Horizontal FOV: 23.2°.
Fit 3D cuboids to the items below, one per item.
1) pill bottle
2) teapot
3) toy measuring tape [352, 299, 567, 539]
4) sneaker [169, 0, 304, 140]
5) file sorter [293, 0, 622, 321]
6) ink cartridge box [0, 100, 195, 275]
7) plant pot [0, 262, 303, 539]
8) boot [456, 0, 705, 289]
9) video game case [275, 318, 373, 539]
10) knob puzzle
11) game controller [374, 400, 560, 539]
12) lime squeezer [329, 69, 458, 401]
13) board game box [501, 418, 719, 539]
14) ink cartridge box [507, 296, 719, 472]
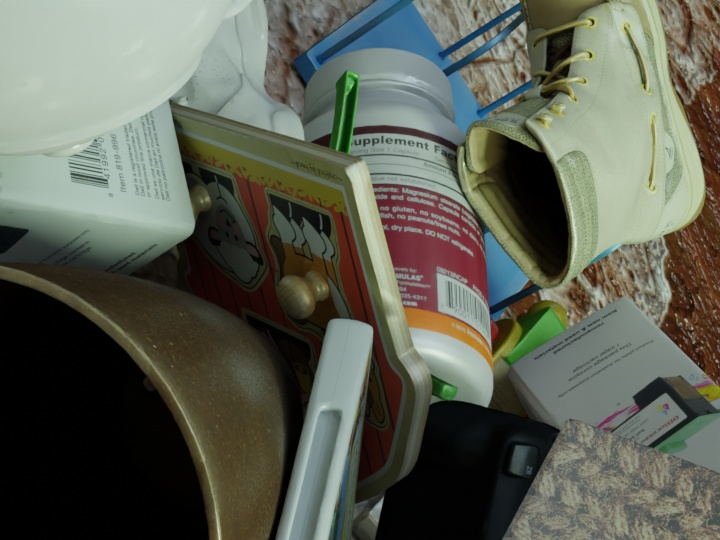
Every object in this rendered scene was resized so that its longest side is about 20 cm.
[{"bbox_3d":[0.011,-0.015,0.939,0.113,0.113,0.201,29,47,-37],"label":"pill bottle"},{"bbox_3d":[-0.123,-0.113,0.669,0.198,0.199,0.147,-104,-177,-54],"label":"teapot"},{"bbox_3d":[0.051,0.085,0.983,0.200,0.073,0.074,-45,104,-30],"label":"toy measuring tape"},{"bbox_3d":[-0.087,-0.082,0.900,0.088,0.075,0.201,12,40,-28],"label":"sneaker"},{"bbox_3d":[0.085,-0.094,1.074,0.201,0.122,0.139,56,37,-8],"label":"file sorter"},{"bbox_3d":[-0.183,-0.078,0.767,0.199,0.083,0.147,11,59,-47],"label":"ink cartridge box"},{"bbox_3d":[-0.100,0.078,0.706,0.188,0.186,0.200,63,21,3],"label":"plant pot"},{"bbox_3d":[0.104,-0.099,0.945,0.154,0.072,0.201,-23,92,-49],"label":"boot"},{"bbox_3d":[-0.026,0.152,0.739,0.023,0.201,0.183,10,48,4],"label":"video game case"},{"bbox_3d":[-0.038,0.029,0.813,0.030,0.219,0.221,-29,90,-28],"label":"knob puzzle"},{"bbox_3d":[0.042,0.163,0.806,0.042,0.104,0.201,14,89,-42],"label":"game controller"},{"bbox_3d":[0.000,0.000,0.829,0.038,0.070,0.201,35,29,-44],"label":"lime squeezer"},{"bbox_3d":[0.102,0.186,0.686,0.160,0.096,0.200,-57,150,-25],"label":"board game box"},{"bbox_3d":[0.170,0.126,0.902,0.145,0.084,0.200,60,-3,-28],"label":"ink cartridge box"}]
